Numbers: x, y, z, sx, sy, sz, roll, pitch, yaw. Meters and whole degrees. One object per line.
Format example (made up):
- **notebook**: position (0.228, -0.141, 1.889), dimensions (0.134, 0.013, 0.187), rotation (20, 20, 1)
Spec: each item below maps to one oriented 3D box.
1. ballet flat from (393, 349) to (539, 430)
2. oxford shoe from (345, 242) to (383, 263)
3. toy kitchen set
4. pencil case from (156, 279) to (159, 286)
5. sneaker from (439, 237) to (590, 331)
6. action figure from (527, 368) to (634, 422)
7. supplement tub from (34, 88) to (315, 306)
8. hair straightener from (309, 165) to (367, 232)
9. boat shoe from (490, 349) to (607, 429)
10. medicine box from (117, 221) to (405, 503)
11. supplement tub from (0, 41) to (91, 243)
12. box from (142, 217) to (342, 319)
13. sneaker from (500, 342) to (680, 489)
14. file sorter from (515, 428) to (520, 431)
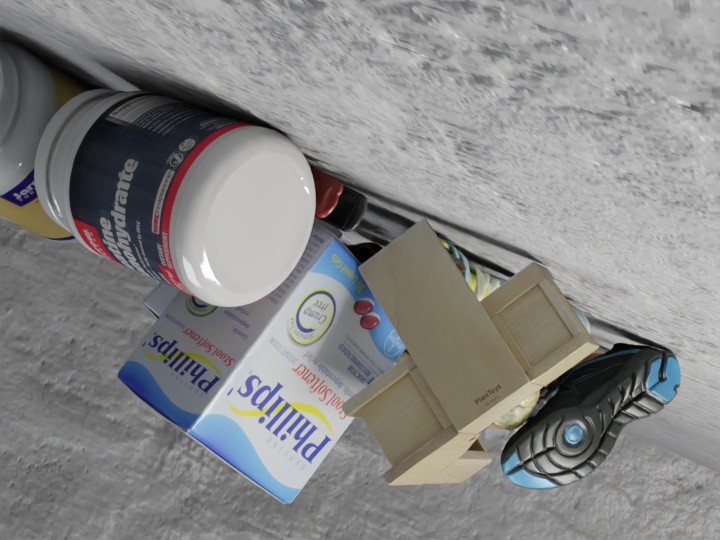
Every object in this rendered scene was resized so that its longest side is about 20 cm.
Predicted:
- **ballet flat**: position (0.078, 0.092, 1.355), dimensions (0.200, 0.071, 0.071), rotation (28, 178, 26)
- **oxford shoe**: position (0.000, 0.000, 1.480), dimensions (0.071, 0.071, 0.200), rotation (40, -159, 3)
- **toy kitchen set**: position (0.091, 0.060, 1.219), dimensions (0.163, 0.200, 0.180), rotation (58, -164, 19)
- **pencil case**: position (-0.127, 0.001, 1.585), dimensions (0.200, 0.083, 0.091), rotation (-16, 161, -31)
- **sneaker**: position (0.104, 0.026, 1.274), dimensions (0.200, 0.080, 0.131), rotation (12, 163, 16)
- **action figure**: position (0.198, 0.110, 1.461), dimensions (0.200, 0.102, 0.119), rotation (8, 160, -30)
- **supplement tub**: position (-0.148, -0.063, 1.120), dimensions (0.200, 0.141, 0.140), rotation (21, 175, 38)
- **hair straightener**: position (-0.066, -0.072, 1.215), dimensions (0.200, 0.041, 0.077), rotation (20, 174, 43)
- **boat shoe**: position (0.211, 0.138, 1.562), dimensions (0.200, 0.076, 0.072), rotation (-10, -147, -15)
- **medicine box**: position (-0.075, 0.070, 1.225), dimensions (0.103, 0.200, 0.182), rotation (30, 169, 37)
- **supplement tub**: position (-0.305, -0.117, 1.280), dimensions (0.145, 0.146, 0.200), rotation (22, 176, 30)
- **box**: position (-0.114, 0.002, 1.388), dimensions (0.097, 0.176, 0.200), rotation (43, 175, 0)
- **sneaker**: position (0.211, 0.138, 1.358), dimensions (0.082, 0.200, 0.073), rotation (26, 144, 62)
- **file sorter**: position (0.140, 0.104, 1.704), dimensions (0.200, 0.125, 0.139), rotation (22, 175, 29)
